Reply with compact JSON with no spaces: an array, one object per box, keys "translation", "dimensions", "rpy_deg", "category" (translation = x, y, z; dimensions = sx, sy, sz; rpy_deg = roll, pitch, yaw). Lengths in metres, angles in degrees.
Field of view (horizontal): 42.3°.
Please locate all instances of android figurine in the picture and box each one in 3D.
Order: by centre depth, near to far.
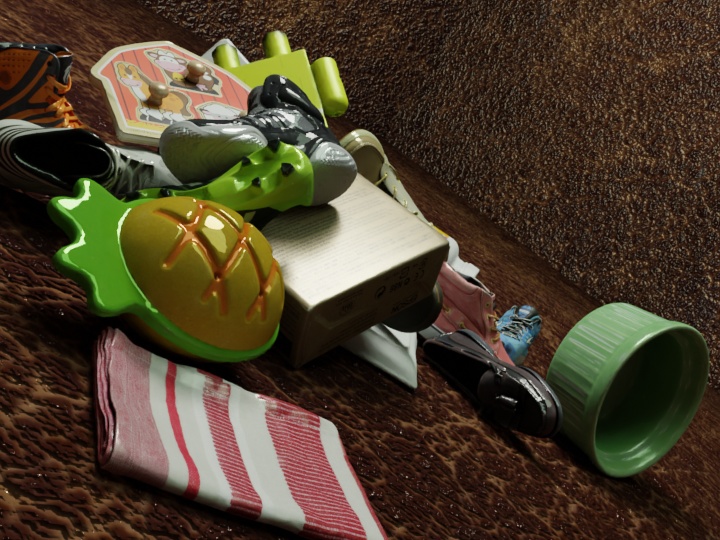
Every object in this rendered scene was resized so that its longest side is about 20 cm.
[{"translation":[-0.104,-0.176,1.032],"dimensions":[0.041,0.180,0.201],"rpy_deg":[81,-5,-62],"category":"android figurine"}]

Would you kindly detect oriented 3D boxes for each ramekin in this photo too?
[{"translation":[0.316,0.138,1.124],"dimensions":[0.199,0.201,0.098],"rpy_deg":[23,8,-40],"category":"ramekin"}]

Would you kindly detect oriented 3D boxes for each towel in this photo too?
[{"translation":[-0.078,0.111,0.600],"dimensions":[0.199,0.023,0.144],"rpy_deg":[27,14,-27],"category":"towel"}]

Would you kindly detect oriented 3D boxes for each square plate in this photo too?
[{"translation":[-0.016,0.041,1.034],"dimensions":[0.199,0.029,0.198],"rpy_deg":[33,12,-3],"category":"square plate"}]

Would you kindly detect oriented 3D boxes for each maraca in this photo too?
[{"translation":[-0.134,0.001,0.673],"dimensions":[0.199,0.107,0.138],"rpy_deg":[21,37,-44],"category":"maraca"}]

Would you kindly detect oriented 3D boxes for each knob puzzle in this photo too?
[{"translation":[-0.175,-0.187,0.943],"dimensions":[0.218,0.031,0.220],"rpy_deg":[19,33,-13],"category":"knob puzzle"}]

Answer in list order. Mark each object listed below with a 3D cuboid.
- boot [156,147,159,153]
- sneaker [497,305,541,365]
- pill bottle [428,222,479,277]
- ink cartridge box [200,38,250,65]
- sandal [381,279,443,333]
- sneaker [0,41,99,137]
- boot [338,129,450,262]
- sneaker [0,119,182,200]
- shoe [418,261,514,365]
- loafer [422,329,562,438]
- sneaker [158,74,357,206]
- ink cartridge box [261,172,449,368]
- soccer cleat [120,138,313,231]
[{"translation":[-0.192,-0.102,1.041],"dimensions":[0.198,0.074,0.162],"rpy_deg":[43,12,18],"category":"boot"},{"translation":[0.206,0.083,1.296],"dimensions":[0.078,0.090,0.200],"rpy_deg":[35,12,13],"category":"sneaker"},{"translation":[0.071,-0.026,1.347],"dimensions":[0.199,0.105,0.104],"rpy_deg":[34,12,7],"category":"pill bottle"},{"translation":[-0.122,-0.161,1.131],"dimensions":[0.200,0.083,0.145],"rpy_deg":[49,-7,23],"category":"ink cartridge box"},{"translation":[0.000,0.000,0.992],"dimensions":[0.200,0.082,0.054],"rpy_deg":[40,30,24],"category":"sandal"},{"translation":[-0.278,-0.142,0.869],"dimensions":[0.199,0.113,0.078],"rpy_deg":[30,12,-14],"category":"sneaker"},{"translation":[0.039,-0.074,1.135],"dimensions":[0.155,0.072,0.200],"rpy_deg":[53,-1,26],"category":"boot"},{"translation":[-0.214,-0.075,0.796],"dimensions":[0.199,0.076,0.115],"rpy_deg":[12,3,-37],"category":"sneaker"},{"translation":[0.151,0.075,1.160],"dimensions":[0.199,0.091,0.072],"rpy_deg":[36,10,-12],"category":"shoe"},{"translation":[0.140,0.128,1.037],"dimensions":[0.063,0.072,0.200],"rpy_deg":[1,22,-31],"category":"loafer"},{"translation":[-0.101,-0.124,0.850],"dimensions":[0.199,0.076,0.114],"rpy_deg":[6,47,-39],"category":"sneaker"},{"translation":[-0.041,-0.015,0.888],"dimensions":[0.164,0.076,0.199],"rpy_deg":[38,42,28],"category":"ink cartridge box"},{"translation":[-0.131,-0.044,0.784],"dimensions":[0.081,0.198,0.068],"rpy_deg":[74,-6,-60],"category":"soccer cleat"}]
